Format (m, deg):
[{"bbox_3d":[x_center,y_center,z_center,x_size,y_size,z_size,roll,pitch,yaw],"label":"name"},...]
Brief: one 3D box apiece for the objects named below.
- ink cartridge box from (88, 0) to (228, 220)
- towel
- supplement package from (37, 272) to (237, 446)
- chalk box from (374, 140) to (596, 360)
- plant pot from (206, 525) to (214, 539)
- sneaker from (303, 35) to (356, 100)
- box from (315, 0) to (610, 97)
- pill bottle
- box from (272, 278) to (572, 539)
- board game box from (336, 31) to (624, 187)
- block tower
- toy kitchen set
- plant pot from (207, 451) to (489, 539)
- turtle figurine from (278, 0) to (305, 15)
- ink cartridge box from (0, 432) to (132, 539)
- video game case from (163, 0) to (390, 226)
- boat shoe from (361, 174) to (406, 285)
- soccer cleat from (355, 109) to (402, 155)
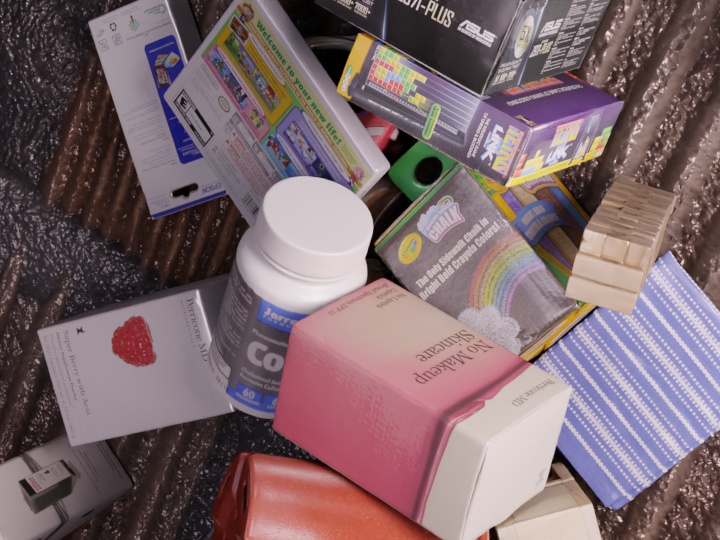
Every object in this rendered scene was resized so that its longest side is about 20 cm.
[{"bbox_3d":[-0.182,-0.157,1.759,0.099,0.039,0.201,-15,92,32],"label":"ink cartridge box"},{"bbox_3d":[0.236,0.097,1.582,0.200,0.024,0.145,-43,85,28],"label":"towel"},{"bbox_3d":[-0.182,0.080,1.766,0.199,0.120,0.122,-15,93,31],"label":"supplement package"},{"bbox_3d":[0.107,-0.026,1.575,0.124,0.124,0.200,-43,78,32],"label":"chalk box"},{"bbox_3d":[-0.059,0.285,1.709,0.200,0.200,0.162,17,97,26],"label":"plant pot"},{"bbox_3d":[-0.058,-0.174,1.652,0.199,0.088,0.074,-11,88,31],"label":"sneaker"},{"bbox_3d":[0.088,-0.224,1.492,0.164,0.200,0.086,33,116,20],"label":"box"},{"bbox_3d":[-0.059,0.023,1.591,0.114,0.114,0.200,36,135,18],"label":"pill bottle"},{"bbox_3d":[0.048,0.111,1.499,0.200,0.128,0.109,29,125,27],"label":"box"},{"bbox_3d":[0.100,-0.140,1.506,0.165,0.200,0.057,29,113,20],"label":"board game box"},{"bbox_3d":[0.209,-0.024,1.476,0.058,0.200,0.054,17,110,9],"label":"block tower"},{"bbox_3d":[0.128,0.292,1.568,0.163,0.180,0.201,-16,95,-1],"label":"toy kitchen set"},{"bbox_3d":[-0.022,0.242,1.534,0.195,0.201,0.201,14,113,-14],"label":"plant pot"},{"bbox_3d":[-0.046,-0.288,1.605,0.161,0.199,0.065,129,147,-50],"label":"turtle figurine"},{"bbox_3d":[-0.346,0.244,1.852,0.147,0.200,0.083,-39,82,31],"label":"ink cartridge box"},{"bbox_3d":[-0.077,-0.123,1.624,0.200,0.022,0.182,56,139,9],"label":"video game case"},{"bbox_3d":[0.000,0.000,1.676,0.072,0.076,0.200,39,127,13],"label":"boat shoe"},{"bbox_3d":[-0.026,-0.092,1.666,0.076,0.067,0.200,39,123,4],"label":"soccer cleat"}]
